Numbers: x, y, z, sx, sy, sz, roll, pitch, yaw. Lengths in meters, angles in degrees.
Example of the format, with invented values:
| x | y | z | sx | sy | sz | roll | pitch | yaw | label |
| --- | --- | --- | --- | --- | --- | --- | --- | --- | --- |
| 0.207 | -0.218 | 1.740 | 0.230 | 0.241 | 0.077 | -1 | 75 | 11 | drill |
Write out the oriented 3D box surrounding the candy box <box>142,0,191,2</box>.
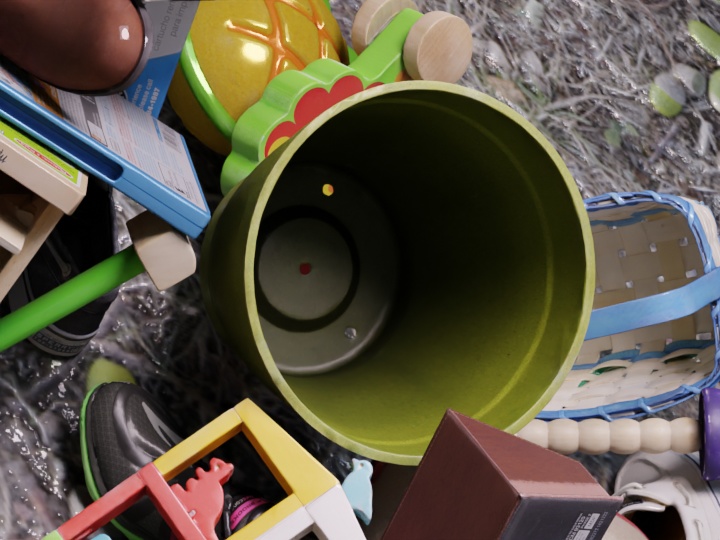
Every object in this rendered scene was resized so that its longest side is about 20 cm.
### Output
| x | y | z | sx | sy | sz | roll | pitch | yaw | label |
| --- | --- | --- | --- | --- | --- | --- | --- | --- | --- |
| -0.120 | -0.216 | 1.470 | 0.200 | 0.061 | 0.136 | 39 | 29 | 29 | candy box |

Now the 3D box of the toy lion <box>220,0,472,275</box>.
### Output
| x | y | z | sx | sy | sz | roll | pitch | yaw | label |
| --- | --- | --- | --- | --- | --- | --- | --- | --- | --- |
| 0.005 | -0.058 | 1.711 | 0.069 | 0.192 | 0.200 | 27 | -21 | 43 | toy lion |

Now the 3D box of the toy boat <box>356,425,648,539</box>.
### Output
| x | y | z | sx | sy | sz | roll | pitch | yaw | label |
| --- | --- | --- | --- | --- | --- | --- | --- | --- | --- |
| 0.074 | 0.163 | 1.594 | 0.199 | 0.131 | 0.131 | 31 | 9 | -16 | toy boat |

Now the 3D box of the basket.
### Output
| x | y | z | sx | sy | sz | roll | pitch | yaw | label |
| --- | --- | --- | --- | --- | --- | --- | --- | --- | --- |
| 0.148 | 0.024 | 1.719 | 0.200 | 0.176 | 0.140 | -11 | 89 | -63 | basket |

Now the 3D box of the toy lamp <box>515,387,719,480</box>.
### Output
| x | y | z | sx | sy | sz | roll | pitch | yaw | label |
| --- | --- | --- | --- | --- | --- | --- | --- | --- | --- |
| 0.153 | 0.098 | 1.674 | 0.199 | 0.058 | 0.058 | 0 | 45 | 1 | toy lamp |

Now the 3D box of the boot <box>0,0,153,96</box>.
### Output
| x | y | z | sx | sy | sz | roll | pitch | yaw | label |
| --- | --- | --- | --- | --- | --- | --- | --- | --- | --- |
| -0.214 | -0.157 | 1.356 | 0.188 | 0.069 | 0.200 | 42 | 14 | 28 | boot |

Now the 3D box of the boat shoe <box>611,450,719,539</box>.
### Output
| x | y | z | sx | sy | sz | roll | pitch | yaw | label |
| --- | --- | --- | --- | --- | --- | --- | --- | --- | --- |
| 0.180 | 0.154 | 1.679 | 0.070 | 0.071 | 0.200 | 25 | 18 | -20 | boat shoe |

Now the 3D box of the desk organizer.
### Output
| x | y | z | sx | sy | sz | roll | pitch | yaw | label |
| --- | --- | --- | --- | --- | --- | --- | --- | --- | --- |
| 0.049 | 0.174 | 1.461 | 0.071 | 0.201 | 0.077 | 5 | 31 | -39 | desk organizer |

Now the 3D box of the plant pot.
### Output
| x | y | z | sx | sy | sz | roll | pitch | yaw | label |
| --- | --- | --- | --- | --- | --- | --- | --- | --- | --- |
| 0.000 | 0.000 | 1.551 | 0.199 | 0.193 | 0.202 | 0 | 91 | -21 | plant pot |

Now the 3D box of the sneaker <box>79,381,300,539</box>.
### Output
| x | y | z | sx | sy | sz | roll | pitch | yaw | label |
| --- | --- | --- | --- | --- | --- | --- | --- | --- | --- |
| -0.074 | 0.134 | 1.491 | 0.200 | 0.084 | 0.077 | 52 | 37 | 11 | sneaker |

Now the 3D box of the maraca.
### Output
| x | y | z | sx | sy | sz | roll | pitch | yaw | label |
| --- | --- | --- | --- | --- | --- | --- | --- | --- | --- |
| -0.056 | -0.133 | 1.755 | 0.138 | 0.107 | 0.200 | 64 | 29 | -3 | maraca |

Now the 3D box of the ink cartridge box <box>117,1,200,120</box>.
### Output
| x | y | z | sx | sy | sz | roll | pitch | yaw | label |
| --- | --- | --- | --- | --- | --- | --- | --- | --- | --- |
| -0.197 | -0.178 | 1.578 | 0.199 | 0.148 | 0.145 | 17 | 23 | -14 | ink cartridge box |

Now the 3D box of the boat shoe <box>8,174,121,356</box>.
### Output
| x | y | z | sx | sy | sz | roll | pitch | yaw | label |
| --- | --- | --- | --- | --- | --- | --- | --- | --- | --- |
| -0.172 | -0.049 | 1.593 | 0.071 | 0.068 | 0.201 | 17 | 43 | -31 | boat shoe |

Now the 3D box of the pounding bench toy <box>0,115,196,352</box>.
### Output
| x | y | z | sx | sy | sz | roll | pitch | yaw | label |
| --- | --- | --- | --- | --- | --- | --- | --- | --- | --- |
| -0.204 | -0.006 | 1.439 | 0.200 | 0.156 | 0.124 | 34 | 11 | -13 | pounding bench toy |

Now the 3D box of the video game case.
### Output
| x | y | z | sx | sy | sz | roll | pitch | yaw | label |
| --- | --- | --- | --- | --- | --- | --- | --- | --- | --- |
| -0.170 | -0.095 | 1.459 | 0.200 | 0.018 | 0.143 | 33 | 12 | -19 | video game case |

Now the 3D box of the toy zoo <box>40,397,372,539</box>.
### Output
| x | y | z | sx | sy | sz | roll | pitch | yaw | label |
| --- | --- | --- | --- | --- | --- | --- | --- | --- | --- |
| -0.076 | 0.156 | 1.424 | 0.200 | 0.020 | 0.131 | -34 | 77 | -15 | toy zoo |
